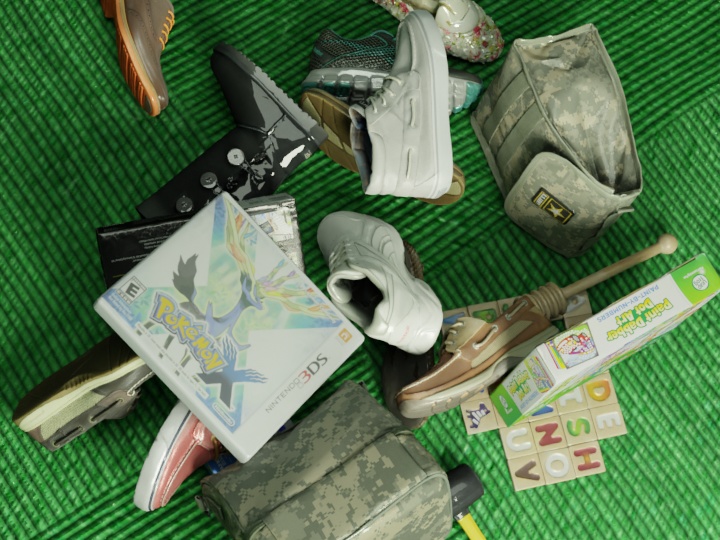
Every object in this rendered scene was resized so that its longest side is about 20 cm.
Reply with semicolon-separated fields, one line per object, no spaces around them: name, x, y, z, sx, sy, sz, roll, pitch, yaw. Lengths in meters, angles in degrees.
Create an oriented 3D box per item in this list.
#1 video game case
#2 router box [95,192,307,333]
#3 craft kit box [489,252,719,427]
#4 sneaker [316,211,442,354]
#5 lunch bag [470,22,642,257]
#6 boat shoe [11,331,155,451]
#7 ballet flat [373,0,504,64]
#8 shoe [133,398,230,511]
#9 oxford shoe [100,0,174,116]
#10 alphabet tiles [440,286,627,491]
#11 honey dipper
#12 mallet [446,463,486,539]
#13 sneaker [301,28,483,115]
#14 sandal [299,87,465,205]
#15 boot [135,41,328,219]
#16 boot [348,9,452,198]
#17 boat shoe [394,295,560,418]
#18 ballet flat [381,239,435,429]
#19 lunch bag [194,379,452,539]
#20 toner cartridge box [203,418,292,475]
video game case;-0.119;0.049;1.356;0.200;0.022;0.182;46;55;0
router box;-0.153;0.014;1.449;0.199;0.051;0.150;-10;102;-10
craft kit box;0.236;0.072;1.423;0.197;0.200;0.049;-25;77;-14
sneaker;0.000;0.000;1.449;0.099;0.078;0.200;12;27;-41
lunch bag;0.210;-0.124;1.513;0.117;0.164;0.201;-16;73;-18
boat shoe;-0.242;0.111;1.397;0.200;0.072;0.066;-29;117;17
ballet flat;0.074;-0.299;1.611;0.199;0.064;0.076;31;69;4
shoe;-0.133;0.152;1.379;0.091;0.072;0.201;26;68;5
oxford shoe;-0.230;-0.261;1.558;0.072;0.071;0.201;-13;73;-16
alphabet tiles;0.182;0.122;1.508;0.166;0.008;0.201;-10;72;-11
honey dipper;0.254;0.008;1.538;0.199;0.038;0.038;-24;75;-18
mallet;0.138;0.282;1.435;0.066;0.041;0.200;-39;84;-14
sneaker;0.036;-0.222;1.576;0.199;0.078;0.092;5;67;-7
sandal;0.025;-0.137;1.546;0.199;0.080;0.054;26;54;1
boot;-0.158;-0.121;1.517;0.165;0.066;0.200;42;85;18
boot;0.035;-0.172;1.474;0.095;0.074;0.201;-1;75;-20
boat shoe;0.108;0.084;1.437;0.199;0.076;0.072;-24;79;-33
ballet flat;0.052;0.065;1.491;0.046;0.067;0.201;16;61;-49
lunch bag;-0.032;0.207;1.338;0.199;0.140;0.168;-33;57;-16
toner cartridge box;-0.084;0.217;1.424;0.095;0.043;0.201;-29;77;-16
